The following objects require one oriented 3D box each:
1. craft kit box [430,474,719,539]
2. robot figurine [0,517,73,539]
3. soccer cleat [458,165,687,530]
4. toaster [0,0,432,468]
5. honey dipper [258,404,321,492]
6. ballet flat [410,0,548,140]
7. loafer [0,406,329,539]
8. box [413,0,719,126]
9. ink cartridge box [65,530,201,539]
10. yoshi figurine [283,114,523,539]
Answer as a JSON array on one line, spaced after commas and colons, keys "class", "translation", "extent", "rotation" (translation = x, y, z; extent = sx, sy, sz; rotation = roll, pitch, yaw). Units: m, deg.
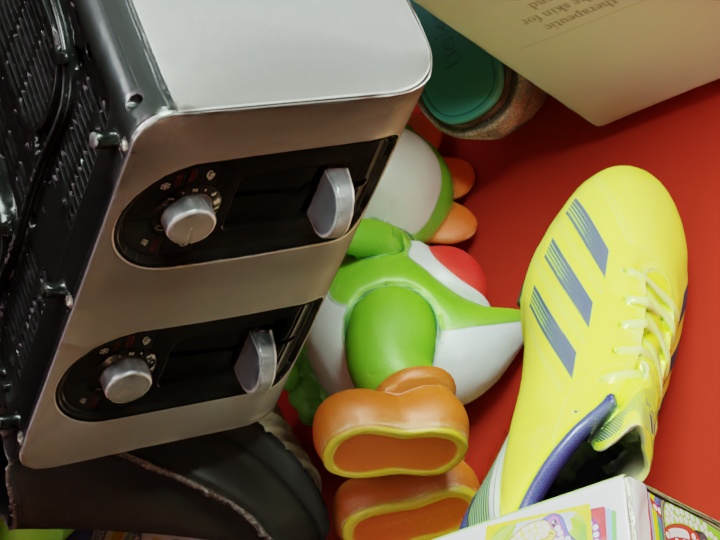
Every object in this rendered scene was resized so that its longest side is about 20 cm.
[{"class": "craft kit box", "translation": [0.057, 0.132, 0.759], "extent": [0.200, 0.197, 0.049], "rotation": [-24, 54, 34]}, {"class": "robot figurine", "translation": [-0.170, 0.045, 1.021], "extent": [0.200, 0.175, 0.116], "rotation": [-108, 27, -44]}, {"class": "soccer cleat", "translation": [0.083, 0.047, 0.848], "extent": [0.084, 0.065, 0.201], "rotation": [-35, 30, 57]}, {"class": "toaster", "translation": [-0.077, -0.060, 0.853], "extent": [0.200, 0.118, 0.181], "rotation": [66, 146, 34]}, {"class": "honey dipper", "translation": [-0.071, 0.035, 1.051], "extent": [0.038, 0.038, 0.200], "rotation": [-49, 41, 12]}, {"class": "ballet flat", "translation": [0.028, -0.145, 0.989], "extent": [0.068, 0.067, 0.201], "rotation": [-18, 83, 31]}, {"class": "loafer", "translation": [-0.108, 0.069, 0.918], "extent": [0.071, 0.200, 0.073], "rotation": [-66, 5, -22]}, {"class": "box", "translation": [0.113, -0.195, 0.893], "extent": [0.199, 0.171, 0.201], "rotation": [-22, 55, 35]}, {"class": "ink cartridge box", "translation": [-0.062, 0.162, 0.970], "extent": [0.200, 0.042, 0.120], "rotation": [10, 75, 43]}, {"class": "yoshi figurine", "translation": [-0.015, 0.005, 0.962], "extent": [0.112, 0.112, 0.200], "rotation": [-38, 44, 32]}]
